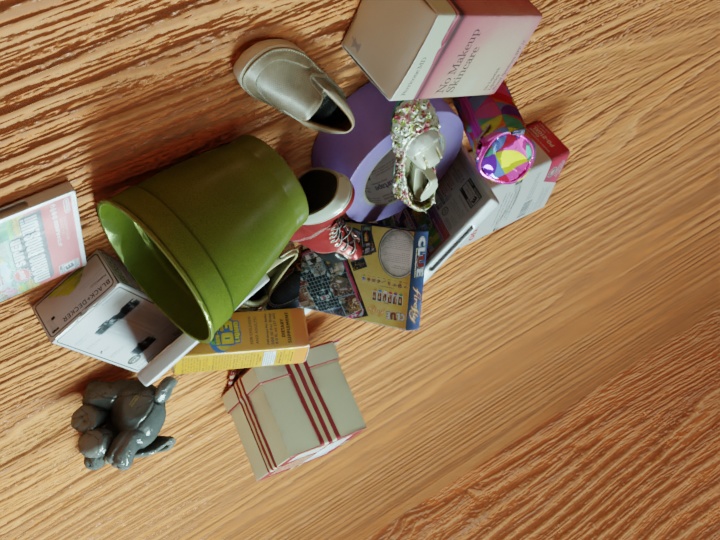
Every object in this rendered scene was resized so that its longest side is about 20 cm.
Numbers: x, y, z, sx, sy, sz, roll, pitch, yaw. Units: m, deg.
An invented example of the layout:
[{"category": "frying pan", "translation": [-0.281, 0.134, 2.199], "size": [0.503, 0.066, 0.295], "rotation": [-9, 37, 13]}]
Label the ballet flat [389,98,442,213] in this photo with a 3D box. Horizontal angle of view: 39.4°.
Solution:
[{"category": "ballet flat", "translation": [0.078, -0.144, 1.282], "size": [0.075, 0.064, 0.201], "rotation": [-31, 154, -12]}]

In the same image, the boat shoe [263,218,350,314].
[{"category": "boat shoe", "translation": [-0.070, -0.005, 1.525], "size": [0.199, 0.071, 0.091], "rotation": [-34, 148, -16]}]

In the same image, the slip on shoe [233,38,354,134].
[{"category": "slip on shoe", "translation": [-0.071, -0.207, 1.175], "size": [0.076, 0.061, 0.200], "rotation": [-43, 155, 11]}]

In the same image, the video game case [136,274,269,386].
[{"category": "video game case", "translation": [-0.200, 0.071, 1.307], "size": [0.200, 0.023, 0.182], "rotation": [-41, -177, -6]}]

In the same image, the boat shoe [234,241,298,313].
[{"category": "boat shoe", "translation": [-0.150, 0.021, 1.455], "size": [0.073, 0.063, 0.201], "rotation": [-9, 142, -47]}]

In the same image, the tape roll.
[{"category": "tape roll", "translation": [0.037, -0.165, 1.366], "size": [0.199, 0.085, 0.201], "rotation": [-30, 154, -16]}]

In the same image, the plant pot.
[{"category": "plant pot", "translation": [-0.169, -0.054, 1.180], "size": [0.193, 0.200, 0.201], "rotation": [-40, 158, -23]}]

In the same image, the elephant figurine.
[{"category": "elephant figurine", "translation": [-0.348, 0.232, 1.505], "size": [0.200, 0.153, 0.143], "rotation": [88, 14, -73]}]

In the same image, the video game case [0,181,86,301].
[{"category": "video game case", "translation": [-0.403, -0.013, 1.111], "size": [0.199, 0.017, 0.144], "rotation": [-26, 153, -24]}]

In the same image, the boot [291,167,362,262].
[{"category": "boot", "translation": [-0.031, -0.063, 1.311], "size": [0.143, 0.073, 0.199], "rotation": [27, 159, -26]}]

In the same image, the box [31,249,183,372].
[{"category": "box", "translation": [-0.313, 0.057, 1.300], "size": [0.116, 0.060, 0.200], "rotation": [-41, 156, 6]}]

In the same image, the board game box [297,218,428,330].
[{"category": "board game box", "translation": [0.000, 0.000, 1.411], "size": [0.034, 0.199, 0.137], "rotation": [-3, 101, -51]}]

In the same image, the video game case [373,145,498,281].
[{"category": "video game case", "translation": [0.102, -0.088, 1.451], "size": [0.023, 0.201, 0.182], "rotation": [31, 112, -32]}]

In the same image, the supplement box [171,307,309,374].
[{"category": "supplement box", "translation": [-0.177, 0.102, 1.462], "size": [0.198, 0.067, 0.069], "rotation": [-5, 155, -12]}]

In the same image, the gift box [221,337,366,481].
[{"category": "gift box", "translation": [-0.106, 0.221, 1.701], "size": [0.183, 0.188, 0.200], "rotation": [-14, 161, -38]}]

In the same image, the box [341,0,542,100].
[{"category": "box", "translation": [0.099, -0.289, 1.209], "size": [0.199, 0.109, 0.128], "rotation": [-14, 146, -43]}]

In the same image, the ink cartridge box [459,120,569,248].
[{"category": "ink cartridge box", "translation": [0.230, -0.142, 1.664], "size": [0.199, 0.085, 0.145], "rotation": [-26, 153, -27]}]

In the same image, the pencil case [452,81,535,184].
[{"category": "pencil case", "translation": [0.179, -0.201, 1.373], "size": [0.087, 0.201, 0.089], "rotation": [-3, 126, -5]}]
